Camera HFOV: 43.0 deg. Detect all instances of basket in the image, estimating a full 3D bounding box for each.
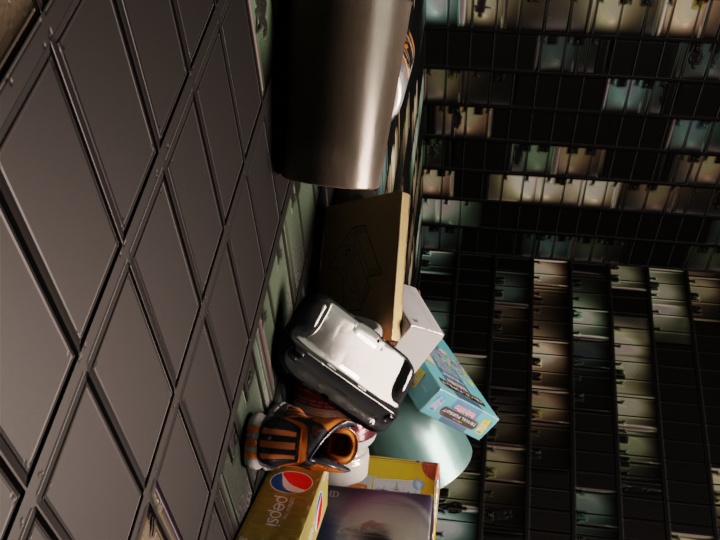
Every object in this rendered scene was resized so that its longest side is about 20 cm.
[{"bbox_3d":[-0.022,-0.196,0.994,0.180,0.134,0.203,-47,144,-77],"label":"basket"}]

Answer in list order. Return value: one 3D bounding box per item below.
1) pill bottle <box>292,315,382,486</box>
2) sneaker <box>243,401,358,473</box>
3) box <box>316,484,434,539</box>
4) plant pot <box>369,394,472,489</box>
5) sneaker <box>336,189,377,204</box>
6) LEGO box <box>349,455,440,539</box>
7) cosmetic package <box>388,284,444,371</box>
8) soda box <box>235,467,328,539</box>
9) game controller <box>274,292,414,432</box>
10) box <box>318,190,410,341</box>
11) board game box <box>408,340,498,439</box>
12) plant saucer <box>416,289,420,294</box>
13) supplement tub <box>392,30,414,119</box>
[{"bbox_3d":[-0.032,0.167,1.188,0.114,0.112,0.203,-54,148,-77],"label":"pill bottle"},{"bbox_3d":[-0.055,0.193,1.014,0.200,0.110,0.079,19,76,-83],"label":"sneaker"},{"bbox_3d":[-0.013,0.383,1.139,0.124,0.197,0.200,84,12,-55],"label":"box"},{"bbox_3d":[0.062,0.250,1.472,0.201,0.198,0.163,-67,137,-70],"label":"plant pot"},{"bbox_3d":[0.008,-0.064,1.385,0.091,0.075,0.202,63,8,-70],"label":"sneaker"},{"bbox_3d":[0.009,0.345,1.292,0.078,0.197,0.150,83,14,-55],"label":"LEGO box"},{"bbox_3d":[0.021,0.122,1.284,0.201,0.073,0.102,-53,-137,24],"label":"cosmetic package"},{"bbox_3d":[-0.084,0.280,1.015,0.200,0.067,0.065,-64,159,-72],"label":"soda box"},{"bbox_3d":[-0.014,0.113,1.104,0.200,0.042,0.105,39,65,-32],"label":"game controller"},{"bbox_3d":[0.000,0.000,1.269,0.021,0.162,0.203,13,76,-41],"label":"box"},{"bbox_3d":[0.103,0.147,1.368,0.150,0.047,0.201,31,18,-42],"label":"board game box"},{"bbox_3d":[0.036,0.155,1.652,0.200,0.036,0.202,-38,-140,43],"label":"plant saucer"},{"bbox_3d":[0.007,-0.272,1.207,0.201,0.121,0.124,-76,169,-57],"label":"supplement tub"}]
